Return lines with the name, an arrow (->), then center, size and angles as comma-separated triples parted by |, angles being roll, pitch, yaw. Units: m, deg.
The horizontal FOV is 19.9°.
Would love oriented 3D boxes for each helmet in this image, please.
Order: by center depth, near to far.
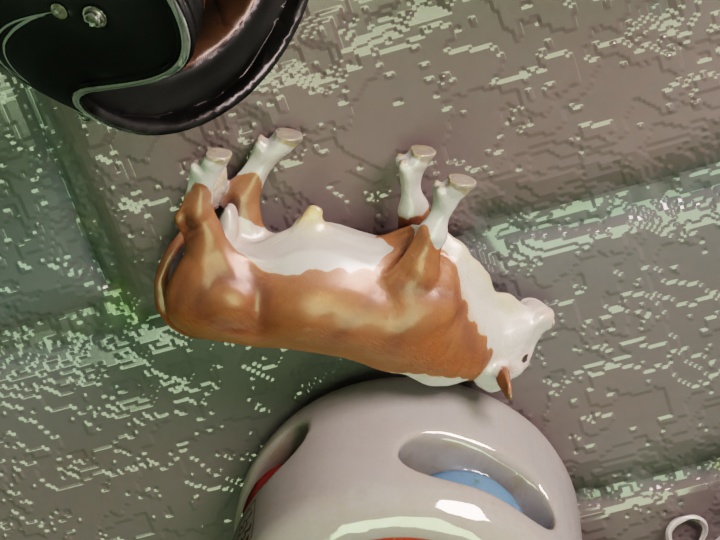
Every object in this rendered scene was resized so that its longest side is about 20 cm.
helmet -> -0.095, -0.159, 0.846 | 0.200, 0.200, 0.191 | 37, 157, -16

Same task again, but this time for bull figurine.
bull figurine -> 0.000, 0.000, 0.996 | 0.200, 0.065, 0.122 | 5, 114, -3

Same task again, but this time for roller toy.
roller toy -> 0.020, 0.160, 1.035 | 0.200, 0.140, 0.183 | -16, 115, 11

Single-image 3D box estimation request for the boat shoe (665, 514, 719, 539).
boat shoe -> 0.178, 0.172, 1.077 | 0.075, 0.086, 0.202 | 16, 146, -11
